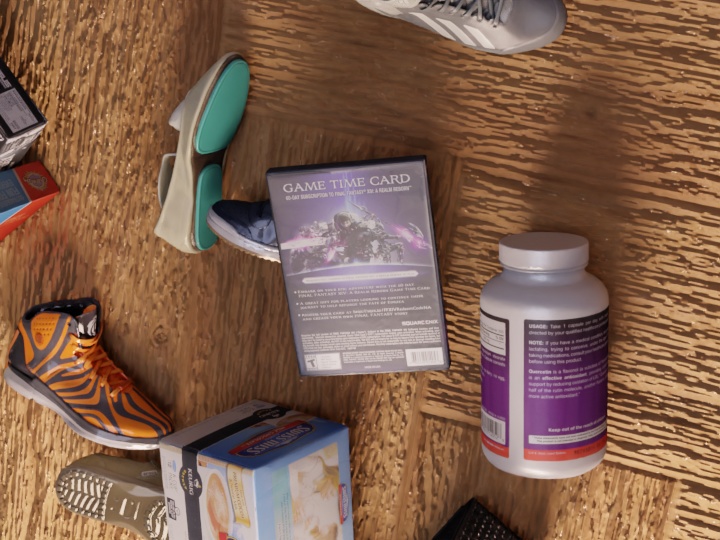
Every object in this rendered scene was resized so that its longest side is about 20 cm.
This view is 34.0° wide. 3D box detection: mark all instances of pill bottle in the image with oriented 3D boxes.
[{"bbox_3d":[0.161,0.072,1.032,0.112,0.112,0.201,3,104,17],"label":"pill bottle"}]

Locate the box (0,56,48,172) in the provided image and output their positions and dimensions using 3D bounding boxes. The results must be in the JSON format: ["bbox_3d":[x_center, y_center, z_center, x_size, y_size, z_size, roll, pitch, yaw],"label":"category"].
[{"bbox_3d":[-0.406,-0.180,1.149,0.200,0.050,0.158,54,139,-1],"label":"box"}]

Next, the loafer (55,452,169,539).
[{"bbox_3d":[-0.211,0.235,1.217,0.199,0.068,0.076,24,114,-7],"label":"loafer"}]

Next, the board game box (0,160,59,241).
[{"bbox_3d":[-0.412,-0.026,1.168,0.200,0.153,0.040,-35,93,22],"label":"board game box"}]

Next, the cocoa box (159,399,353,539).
[{"bbox_3d":[-0.094,0.246,1.126,0.131,0.133,0.201,9,108,40],"label":"cocoa box"}]

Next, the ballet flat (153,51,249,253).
[{"bbox_3d":[-0.157,-0.115,1.115,0.069,0.069,0.201,18,108,12],"label":"ballet flat"}]

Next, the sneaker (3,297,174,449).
[{"bbox_3d":[-0.270,0.098,1.193,0.199,0.078,0.113,24,110,11],"label":"sneaker"}]

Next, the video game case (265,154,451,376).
[{"bbox_3d":[0.000,0.000,1.053,0.142,0.019,0.201,-4,111,11],"label":"video game case"}]

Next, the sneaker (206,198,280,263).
[{"bbox_3d":[-0.038,-0.057,1.084,0.199,0.070,0.109,19,113,5],"label":"sneaker"}]

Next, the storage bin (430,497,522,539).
[{"bbox_3d":[0.080,0.313,1.069,0.094,0.200,0.135,39,111,4],"label":"storage bin"}]

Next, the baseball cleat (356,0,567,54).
[{"bbox_3d":[0.072,-0.225,0.989,0.199,0.106,0.070,13,102,12],"label":"baseball cleat"}]
